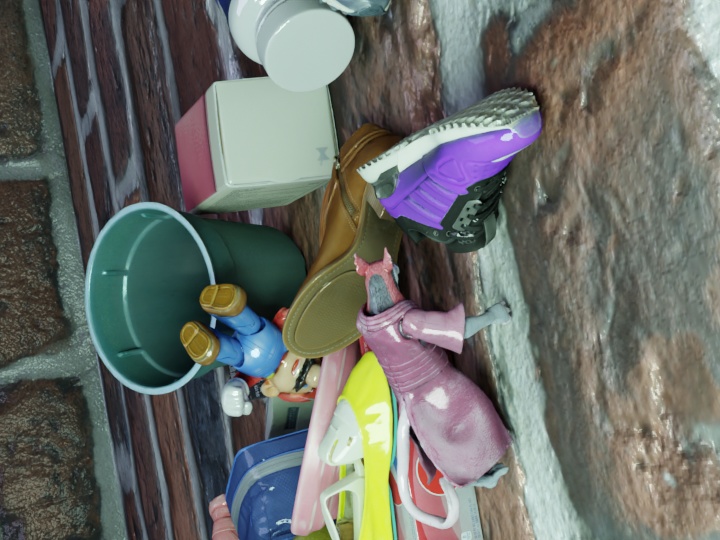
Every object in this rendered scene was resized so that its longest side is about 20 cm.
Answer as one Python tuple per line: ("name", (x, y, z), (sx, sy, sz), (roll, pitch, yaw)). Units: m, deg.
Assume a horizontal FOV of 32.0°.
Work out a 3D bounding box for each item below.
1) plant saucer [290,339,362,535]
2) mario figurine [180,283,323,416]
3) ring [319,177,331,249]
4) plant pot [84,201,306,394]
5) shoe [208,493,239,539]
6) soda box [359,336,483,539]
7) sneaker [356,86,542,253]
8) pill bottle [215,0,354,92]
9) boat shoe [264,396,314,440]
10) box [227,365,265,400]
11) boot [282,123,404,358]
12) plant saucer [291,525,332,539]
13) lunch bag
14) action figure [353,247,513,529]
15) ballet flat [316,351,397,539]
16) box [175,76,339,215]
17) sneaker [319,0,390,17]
("plant saucer", (-0.024, 0.151, 1.185), (0.201, 0.050, 0.204), (-169, 90, -90))
("mario figurine", (-0.082, 0.084, 1.267), (0.123, 0.199, 0.107), (-35, 54, 19))
("ring", (0.000, 0.000, 1.247), (0.200, 0.019, 0.204), (171, 90, -71))
("plant pot", (-0.169, 0.025, 1.400), (0.198, 0.195, 0.204), (3, 95, 35))
("shoe", (-0.112, 0.331, 1.505), (0.200, 0.071, 0.092), (37, -145, -51))
("soda box", (0.051, 0.141, 1.100), (0.070, 0.062, 0.203), (161, 100, -70))
("sneaker", (0.082, -0.067, 0.941), (0.199, 0.069, 0.101), (-16, 103, 60))
("pill bottle", (-0.079, -0.268, 1.210), (0.121, 0.118, 0.201), (102, 151, -43))
("boat shoe", (-0.077, 0.128, 1.429), (0.072, 0.069, 0.203), (-104, 24, -50))
("box", (-0.129, 0.082, 1.585), (0.200, 0.049, 0.160), (155, 106, -69))
("boot", (-0.012, -0.031, 1.117), (0.201, 0.073, 0.155), (-52, 27, 11))
("plant saucer", (-0.060, 0.353, 1.138), (0.201, 0.048, 0.199), (-56, 39, 2))
("lunch bag", (-0.071, 0.257, 1.374), (0.201, 0.134, 0.134), (112, 144, -56))
("action figure", (0.037, 0.075, 0.981), (0.133, 0.149, 0.202), (-4, 122, 52))
("ballet flat", (-0.004, 0.171, 1.073), (0.067, 0.066, 0.203), (-150, 55, -61))
("box", (-0.115, -0.132, 1.351), (0.200, 0.126, 0.111), (162, 100, -69))
("sneaker", (-0.017, -0.312, 1.091), (0.087, 0.076, 0.202), (120, 137, -54))
